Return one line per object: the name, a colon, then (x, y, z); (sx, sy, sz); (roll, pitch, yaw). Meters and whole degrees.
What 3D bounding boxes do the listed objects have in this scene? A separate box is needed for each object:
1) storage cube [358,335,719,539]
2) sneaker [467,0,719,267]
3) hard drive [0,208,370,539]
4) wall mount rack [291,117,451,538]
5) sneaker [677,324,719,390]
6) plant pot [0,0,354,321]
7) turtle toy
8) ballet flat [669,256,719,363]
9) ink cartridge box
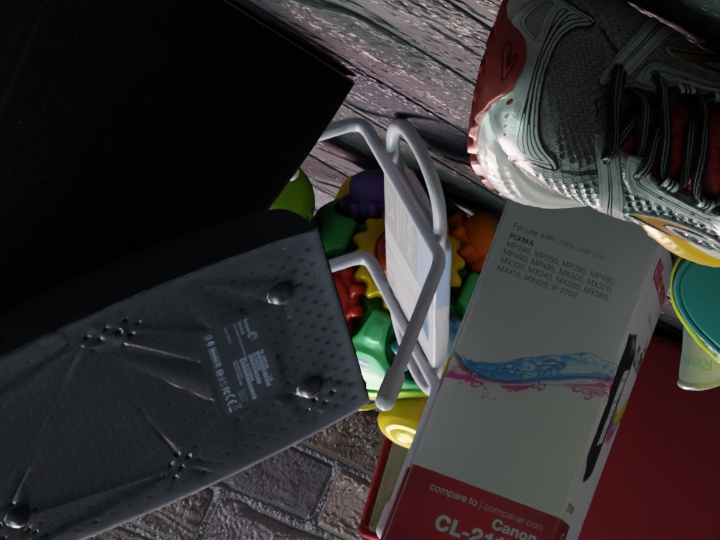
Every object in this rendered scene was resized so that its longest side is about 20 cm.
storage cube: (0.127, 0.116, 1.841); (0.180, 0.200, 0.171); (18, 176, -17)
sneaker: (0.111, -0.046, 0.954); (0.082, 0.078, 0.200); (13, 178, 43)
hard drive: (-0.103, 0.052, 1.320); (0.135, 0.200, 0.042); (73, 170, -45)
wall mount rack: (0.012, 0.026, 1.456); (0.200, 0.075, 0.174); (88, 161, -53)
sneaker: (0.222, 0.058, 1.372); (0.200, 0.089, 0.075); (27, 173, -33)
plant pot: (-0.163, -0.065, 1.360); (0.200, 0.178, 0.199); (20, 173, 46)
turtle toy: (0.000, 0.000, 1.617); (0.200, 0.146, 0.101); (23, 154, 2)
ballet flat: (0.235, 0.037, 1.279); (0.200, 0.067, 0.067); (21, -167, 16)
ink cartridge box: (0.087, 0.067, 1.459); (0.083, 0.200, 0.146); (20, 175, 11)
